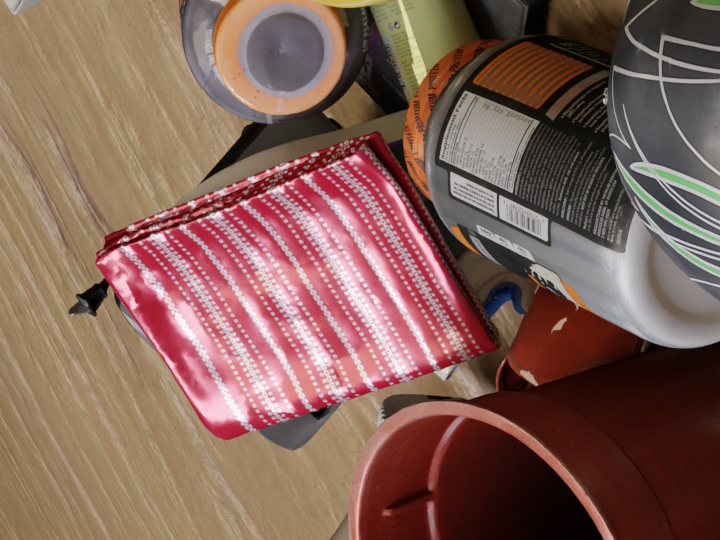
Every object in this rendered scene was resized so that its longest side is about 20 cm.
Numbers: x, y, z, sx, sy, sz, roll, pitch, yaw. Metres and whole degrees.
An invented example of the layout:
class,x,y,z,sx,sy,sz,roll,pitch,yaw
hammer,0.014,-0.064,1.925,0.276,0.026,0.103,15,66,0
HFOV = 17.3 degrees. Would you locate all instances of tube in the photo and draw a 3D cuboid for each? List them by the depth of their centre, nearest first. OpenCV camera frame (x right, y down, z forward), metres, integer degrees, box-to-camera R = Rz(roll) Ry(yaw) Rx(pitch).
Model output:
class,x,y,z,sx,sy,sz,roll,pitch,yaw
tube,0.016,-0.183,1.293,0.058,0.052,0.200,-22,95,24

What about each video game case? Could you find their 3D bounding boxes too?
class,x,y,z,sx,sy,sz,roll,pitch,yaw
video game case,0.047,-0.134,1.368,0.143,0.019,0.200,48,157,26

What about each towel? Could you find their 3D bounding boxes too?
class,x,y,z,sx,sy,sz,roll,pitch,yaw
towel,-0.038,0.014,1.312,0.200,0.022,0.145,-20,111,32

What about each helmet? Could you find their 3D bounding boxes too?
class,x,y,z,sx,sy,sz,roll,pitch,yaw
helmet,0.198,-0.061,0.901,0.200,0.191,0.200,45,154,29

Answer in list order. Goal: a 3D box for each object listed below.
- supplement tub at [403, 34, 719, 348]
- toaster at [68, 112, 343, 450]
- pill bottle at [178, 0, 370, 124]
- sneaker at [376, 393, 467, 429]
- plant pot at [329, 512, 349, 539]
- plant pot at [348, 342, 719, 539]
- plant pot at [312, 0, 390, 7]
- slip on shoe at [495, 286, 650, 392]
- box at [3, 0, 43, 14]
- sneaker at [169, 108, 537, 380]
class,x,y,z,sx,sy,sz,roll,pitch,yaw
supplement tub,0.116,-0.047,1.191,0.200,0.123,0.123,30,145,51
toaster,-0.052,0.006,1.471,0.119,0.200,0.181,39,174,19
pill bottle,-0.050,-0.145,1.348,0.200,0.106,0.106,-107,-7,-72
sneaker,0.053,0.165,1.499,0.199,0.079,0.130,-134,48,-61
plant pot,0.047,0.220,1.628,0.200,0.200,0.184,49,146,24
plant pot,0.132,0.134,1.247,0.201,0.195,0.201,21,121,41
plant pot,-0.047,-0.218,1.163,0.201,0.189,0.201,24,124,42
slip on shoe,0.117,0.044,1.348,0.074,0.061,0.200,39,132,26
box,-0.141,-0.258,1.361,0.128,0.200,0.109,58,158,2
sneaker,0.000,0.000,1.333,0.081,0.200,0.147,69,-179,-73
